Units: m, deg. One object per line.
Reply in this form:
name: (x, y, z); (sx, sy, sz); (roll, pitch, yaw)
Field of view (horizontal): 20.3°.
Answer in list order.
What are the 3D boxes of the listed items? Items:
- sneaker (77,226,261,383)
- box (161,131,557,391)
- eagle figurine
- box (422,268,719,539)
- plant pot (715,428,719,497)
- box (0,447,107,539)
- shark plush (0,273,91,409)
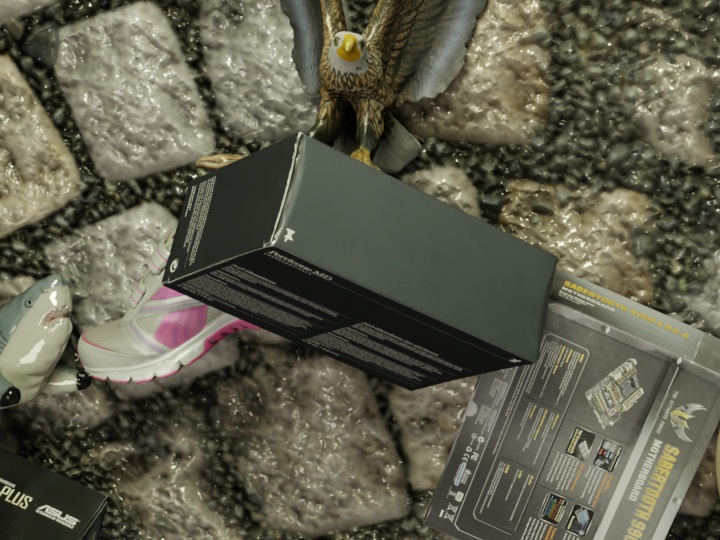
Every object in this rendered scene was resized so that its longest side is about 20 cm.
sneaker: (-0.114, 0.009, 1.377); (0.199, 0.081, 0.089); (-25, 101, 17)
box: (0.000, 0.000, 1.252); (0.199, 0.079, 0.141); (24, 160, -28)
eagle figurine: (-0.002, -0.149, 1.261); (0.151, 0.151, 0.201); (12, 85, -30)
box: (0.147, 0.113, 1.346); (0.158, 0.048, 0.201); (22, 117, 7)
plant pot: (0.297, 0.123, 1.241); (0.200, 0.200, 0.134); (47, 153, -5)
box: (-0.291, 0.228, 1.497); (0.163, 0.086, 0.201); (23, 129, 8)
shark plush: (-0.279, 0.063, 1.478); (0.199, 0.091, 0.084); (-16, 87, 44)
